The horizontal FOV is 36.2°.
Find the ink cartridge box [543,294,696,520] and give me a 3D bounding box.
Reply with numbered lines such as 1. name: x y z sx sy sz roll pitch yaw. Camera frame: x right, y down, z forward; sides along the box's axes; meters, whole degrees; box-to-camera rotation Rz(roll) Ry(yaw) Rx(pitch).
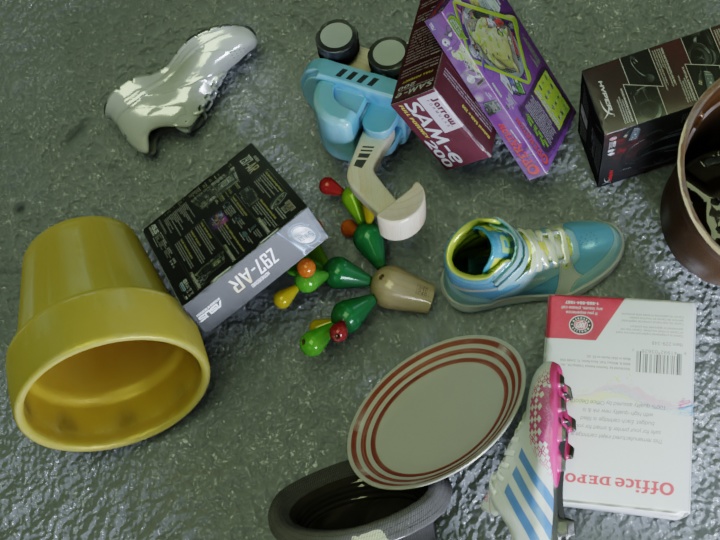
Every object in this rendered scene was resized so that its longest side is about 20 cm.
1. ink cartridge box: 0.250 0.133 1.079 0.145 0.086 0.204 4 76 13

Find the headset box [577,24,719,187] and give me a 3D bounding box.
1. headset box: 0.327 -0.171 1.121 0.197 0.149 0.078 -16 72 4

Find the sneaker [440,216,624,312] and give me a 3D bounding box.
1. sneaker: 0.174 -0.017 1.112 0.197 0.131 0.081 -18 70 4

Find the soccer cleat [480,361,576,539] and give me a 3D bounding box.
1. soccer cleat: 0.151 0.183 1.007 0.085 0.070 0.204 -3 72 21

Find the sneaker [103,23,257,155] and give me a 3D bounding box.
1. sneaker: -0.197 -0.209 1.274 0.199 0.074 0.088 -35 83 6

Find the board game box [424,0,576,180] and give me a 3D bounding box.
1. board game box: 0.149 -0.208 1.136 0.032 0.201 0.121 -21 25 37

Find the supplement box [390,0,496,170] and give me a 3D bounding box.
1. supplement box: 0.103 -0.220 1.159 0.060 0.109 0.202 -15 45 37

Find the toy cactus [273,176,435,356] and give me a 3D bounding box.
1. toy cactus: 0.000 0.000 1.159 0.162 0.103 0.202 16 54 -4

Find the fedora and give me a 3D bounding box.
1. fedora: 0.007 0.255 1.058 0.175 0.199 0.092 -19 100 -28

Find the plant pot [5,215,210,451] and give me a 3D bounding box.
1. plant pot: -0.273 0.054 1.147 0.198 0.201 0.191 -24 56 2

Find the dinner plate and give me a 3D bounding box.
1. dinner plate: 0.076 0.142 1.085 0.198 0.024 0.201 -25 29 15

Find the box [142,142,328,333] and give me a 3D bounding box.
1. box: -0.138 -0.040 1.160 0.160 0.044 0.200 -39 33 -3

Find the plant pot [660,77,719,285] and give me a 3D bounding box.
1. plant pot: 0.380 -0.071 1.047 0.196 0.198 0.204 -1 80 4

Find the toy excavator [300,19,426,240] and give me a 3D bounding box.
1. toy excavator: 0.007 -0.142 1.172 0.192 0.100 0.202 20 65 17
